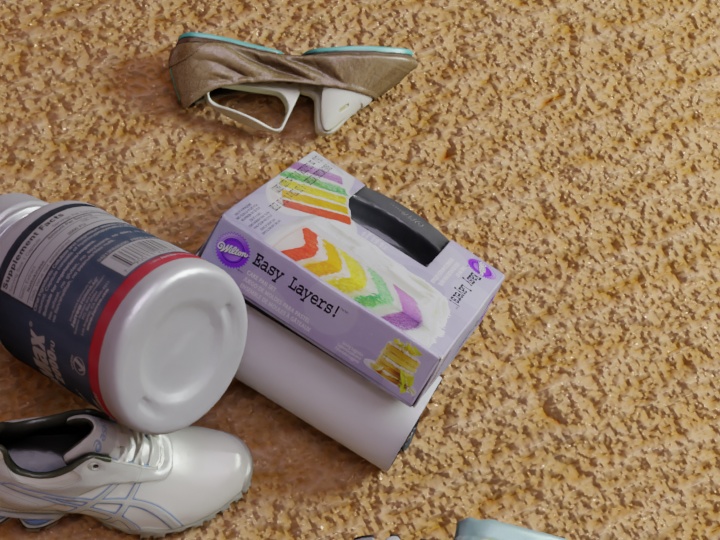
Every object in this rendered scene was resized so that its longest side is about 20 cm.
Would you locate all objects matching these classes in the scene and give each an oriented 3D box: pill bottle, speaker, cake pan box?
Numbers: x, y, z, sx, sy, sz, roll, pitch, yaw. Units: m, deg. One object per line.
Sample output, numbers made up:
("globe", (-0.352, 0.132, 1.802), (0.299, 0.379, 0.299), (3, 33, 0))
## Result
("pill bottle", (-0.183, 0.020, 1.115), (0.199, 0.120, 0.119), (24, 53, 38))
("speaker", (-0.042, 0.061, 1.184), (0.199, 0.081, 0.081), (32, 60, 5))
("cake pan box", (0.000, 0.000, 1.191), (0.184, 0.052, 0.200), (35, 25, 7))

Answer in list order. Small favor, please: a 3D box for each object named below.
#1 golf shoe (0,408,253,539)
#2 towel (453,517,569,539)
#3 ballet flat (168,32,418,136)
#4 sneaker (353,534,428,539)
("golf shoe", (-0.165, 0.131, 1.108), (0.198, 0.097, 0.079), (-3, 61, -16))
("towel", (0.145, 0.275, 1.132), (0.198, 0.048, 0.172), (16, 59, -4))
("ballet flat", (-0.053, -0.144, 1.305), (0.198, 0.068, 0.073), (3, 82, -12))
("sneaker", (0.088, 0.224, 1.088), (0.198, 0.075, 0.082), (5, 75, 5))
